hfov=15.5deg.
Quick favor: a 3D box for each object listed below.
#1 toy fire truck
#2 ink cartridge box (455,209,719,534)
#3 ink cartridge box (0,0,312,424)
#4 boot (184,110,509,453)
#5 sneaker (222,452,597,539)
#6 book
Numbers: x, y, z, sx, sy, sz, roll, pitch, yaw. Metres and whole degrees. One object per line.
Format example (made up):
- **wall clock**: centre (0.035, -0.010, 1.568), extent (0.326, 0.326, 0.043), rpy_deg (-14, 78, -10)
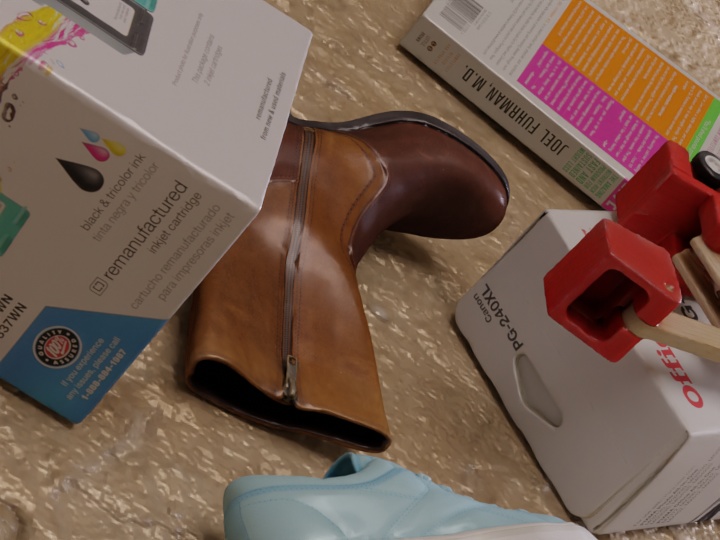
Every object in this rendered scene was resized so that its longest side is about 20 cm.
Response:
- **toy fire truck**: centre (0.179, 0.009, 1.297), extent (0.200, 0.049, 0.141), rpy_deg (28, 35, -22)
- **ink cartridge box**: centre (0.166, 0.049, 1.360), extent (0.200, 0.083, 0.145), rpy_deg (0, 51, -48)
- **ink cartridge box**: centre (-0.150, -0.071, 1.103), extent (0.200, 0.147, 0.146), rpy_deg (32, 33, -14)
- **boot**: centre (0.000, 0.000, 1.255), extent (0.188, 0.068, 0.200), rpy_deg (23, 37, -29)
- **sneaker**: centre (0.025, 0.111, 1.143), extent (0.200, 0.074, 0.082), rpy_deg (6, 49, -45)
- **book**: centre (0.128, -0.104, 1.544), extent (0.200, 0.048, 0.134), rpy_deg (39, 34, -2)
